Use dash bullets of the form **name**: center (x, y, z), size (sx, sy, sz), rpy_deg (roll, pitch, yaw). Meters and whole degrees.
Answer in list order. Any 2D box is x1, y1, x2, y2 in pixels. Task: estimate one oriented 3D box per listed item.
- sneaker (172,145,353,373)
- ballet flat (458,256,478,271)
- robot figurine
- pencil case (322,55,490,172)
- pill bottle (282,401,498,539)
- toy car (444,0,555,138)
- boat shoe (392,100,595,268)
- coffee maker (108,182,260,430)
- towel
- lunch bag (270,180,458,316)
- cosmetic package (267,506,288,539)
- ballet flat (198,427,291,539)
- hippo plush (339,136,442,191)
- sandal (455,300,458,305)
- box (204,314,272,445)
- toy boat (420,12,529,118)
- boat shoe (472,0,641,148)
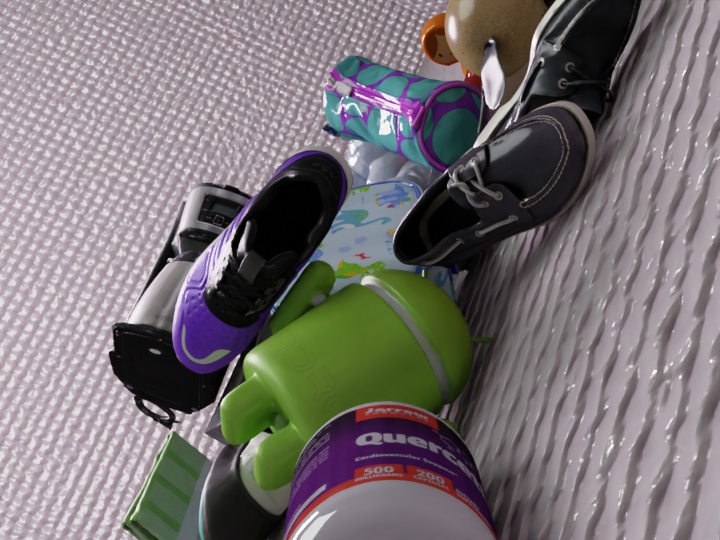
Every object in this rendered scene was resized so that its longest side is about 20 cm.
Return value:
- **sneaker**: center (-0.081, -0.005, 0.853), size (0.200, 0.069, 0.100), rpy_deg (-55, 6, 10)
- **ballet flat**: center (0.102, -0.064, 1.029), size (0.200, 0.069, 0.070), rpy_deg (122, 172, -59)
- **robot figurine**: center (-0.004, 0.076, 0.846), size (0.200, 0.176, 0.116), rpy_deg (-33, -21, -18)
- **pencil case**: center (0.038, -0.150, 1.103), size (0.200, 0.092, 0.085), rpy_deg (28, 97, 56)
- **pill bottle**: center (0.015, 0.139, 0.632), size (0.200, 0.112, 0.113), rpy_deg (-92, 28, -80)
- **toy car**: center (0.135, -0.210, 0.967), size (0.164, 0.157, 0.201), rpy_deg (93, -168, -76)
- **boat shoe**: center (0.090, -0.052, 0.833), size (0.063, 0.073, 0.200), rpy_deg (-19, -12, -35)
- **coffee maker**: center (-0.177, 0.033, 1.225), size (0.192, 0.135, 0.200), rpy_deg (-38, 24, 52)
- **towel**: center (-0.109, 0.240, 0.997), size (0.031, 0.200, 0.149), rpy_deg (-44, 11, 18)
- **lunch bag**: center (0.000, 0.000, 1.005), size (0.200, 0.160, 0.083), rpy_deg (-103, -5, -62)
- **cosmetic package**: center (-0.047, 0.231, 0.936), size (0.103, 0.087, 0.200), rpy_deg (-49, 9, 20)
- **ballet flat**: center (-0.073, 0.148, 0.912), size (0.068, 0.068, 0.200), rpy_deg (-39, 13, 20)
- **hippo plush**: center (0.019, -0.093, 1.223), size (0.161, 0.159, 0.200), rpy_deg (52, 131, 37)
- **sandal**: center (0.057, 0.045, 1.032), size (0.201, 0.075, 0.048), rpy_deg (-77, -27, -59)
- **box**: center (-0.052, 0.119, 1.221), size (0.048, 0.158, 0.200), rpy_deg (-33, 28, 53)
- **toy boat**: center (0.120, -0.212, 1.168), size (0.131, 0.131, 0.200), rpy_deg (-60, 5, 8)
- **boat shoe**: center (0.149, -0.126, 0.843), size (0.200, 0.074, 0.066), rpy_deg (-55, 39, 29)
